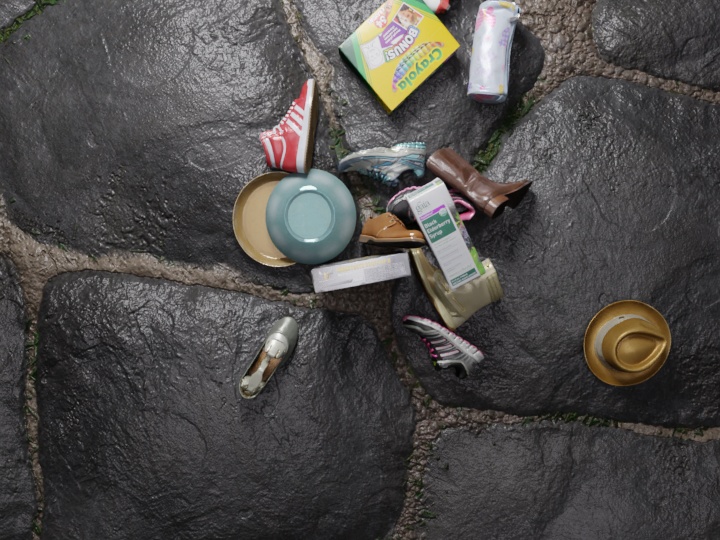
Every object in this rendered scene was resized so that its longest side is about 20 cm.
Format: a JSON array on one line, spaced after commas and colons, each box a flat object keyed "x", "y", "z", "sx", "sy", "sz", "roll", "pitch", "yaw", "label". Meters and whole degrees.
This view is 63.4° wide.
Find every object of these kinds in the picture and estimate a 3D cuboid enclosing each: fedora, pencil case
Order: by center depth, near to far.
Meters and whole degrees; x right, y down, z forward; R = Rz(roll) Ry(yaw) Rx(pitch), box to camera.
[{"x": 0.280, "y": -0.457, "z": 1.228, "sx": 0.089, "sy": 0.083, "sz": 0.205, "roll": 10, "pitch": 94, "yaw": 21, "label": "pencil case"}, {"x": 0.590, "y": 0.163, "z": 1.264, "sx": 0.196, "sy": 0.082, "sz": 0.206, "roll": 0, "pitch": 93, "yaw": -1, "label": "fedora"}]

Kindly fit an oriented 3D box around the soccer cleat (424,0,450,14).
[{"x": 0.190, "y": -0.642, "z": 1.227, "sx": 0.084, "sy": 0.069, "sz": 0.203, "roll": 28, "pitch": 97, "yaw": -6, "label": "soccer cleat"}]

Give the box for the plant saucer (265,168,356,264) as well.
[{"x": -0.106, "y": -0.114, "z": 1.237, "sx": 0.196, "sy": 0.039, "sz": 0.206, "roll": 0, "pitch": 94, "yaw": -1, "label": "plant saucer"}]

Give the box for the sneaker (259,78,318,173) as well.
[{"x": -0.152, "y": -0.311, "z": 1.237, "sx": 0.110, "sy": 0.071, "sz": 0.205, "roll": 6, "pitch": 82, "yaw": 9, "label": "sneaker"}]

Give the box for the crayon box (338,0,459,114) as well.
[{"x": 0.081, "y": -0.468, "z": 1.237, "sx": 0.200, "sy": 0.058, "sz": 0.173, "roll": -42, "pitch": 93, "yaw": 1, "label": "crayon box"}]

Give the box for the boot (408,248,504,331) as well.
[{"x": 0.206, "y": 0.008, "z": 1.256, "sx": 0.154, "sy": 0.073, "sz": 0.202, "roll": -31, "pitch": 95, "yaw": 1, "label": "boot"}]

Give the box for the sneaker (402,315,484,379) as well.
[{"x": 0.169, "y": 0.169, "z": 1.264, "sx": 0.198, "sy": 0.074, "sz": 0.089, "roll": 31, "pitch": 86, "yaw": -7, "label": "sneaker"}]

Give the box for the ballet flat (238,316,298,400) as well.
[{"x": -0.198, "y": 0.194, "z": 1.266, "sx": 0.067, "sy": 0.064, "sz": 0.202, "roll": 33, "pitch": 92, "yaw": -2, "label": "ballet flat"}]

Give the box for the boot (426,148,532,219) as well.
[{"x": 0.253, "y": -0.206, "z": 1.250, "sx": 0.199, "sy": 0.185, "sz": 0.065, "roll": 41, "pitch": 131, "yaw": 23, "label": "boot"}]

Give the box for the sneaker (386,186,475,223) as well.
[{"x": 0.153, "y": -0.129, "z": 1.232, "sx": 0.195, "sy": 0.096, "sz": 0.081, "roll": -6, "pitch": 117, "yaw": 1, "label": "sneaker"}]

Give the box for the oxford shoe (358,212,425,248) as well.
[{"x": 0.063, "y": -0.084, "z": 1.197, "sx": 0.070, "sy": 0.198, "sz": 0.073, "roll": 15, "pitch": 89, "yaw": -36, "label": "oxford shoe"}]

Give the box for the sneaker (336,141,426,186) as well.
[{"x": 0.047, "y": -0.220, "z": 1.242, "sx": 0.195, "sy": 0.078, "sz": 0.088, "roll": -9, "pitch": 96, "yaw": 0, "label": "sneaker"}]

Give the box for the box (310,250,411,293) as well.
[{"x": 0.000, "y": 0.000, "z": 1.211, "sx": 0.195, "sy": 0.158, "sz": 0.049, "roll": -11, "pitch": 93, "yaw": 1, "label": "box"}]

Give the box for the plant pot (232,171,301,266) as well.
[{"x": -0.178, "y": -0.111, "z": 1.269, "sx": 0.195, "sy": 0.027, "sz": 0.205, "roll": 0, "pitch": 93, "yaw": -2, "label": "plant pot"}]

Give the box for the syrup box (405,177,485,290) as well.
[{"x": 0.167, "y": -0.073, "z": 1.157, "sx": 0.078, "sy": 0.082, "sz": 0.203, "roll": -27, "pitch": 105, "yaw": 6, "label": "syrup box"}]
